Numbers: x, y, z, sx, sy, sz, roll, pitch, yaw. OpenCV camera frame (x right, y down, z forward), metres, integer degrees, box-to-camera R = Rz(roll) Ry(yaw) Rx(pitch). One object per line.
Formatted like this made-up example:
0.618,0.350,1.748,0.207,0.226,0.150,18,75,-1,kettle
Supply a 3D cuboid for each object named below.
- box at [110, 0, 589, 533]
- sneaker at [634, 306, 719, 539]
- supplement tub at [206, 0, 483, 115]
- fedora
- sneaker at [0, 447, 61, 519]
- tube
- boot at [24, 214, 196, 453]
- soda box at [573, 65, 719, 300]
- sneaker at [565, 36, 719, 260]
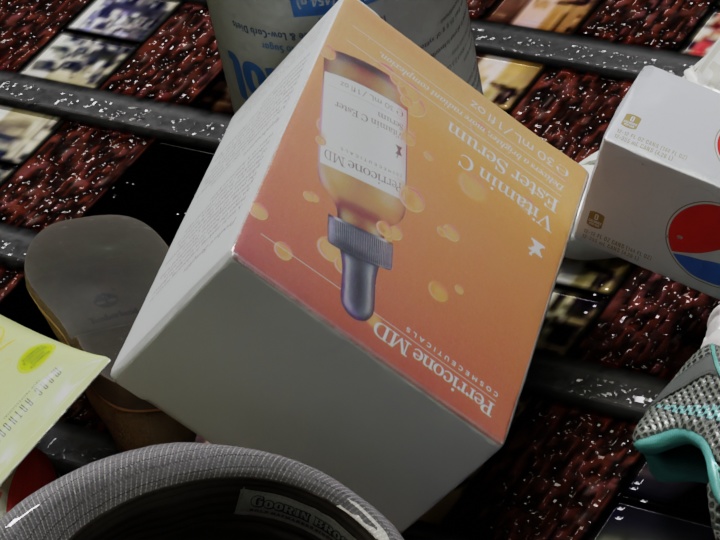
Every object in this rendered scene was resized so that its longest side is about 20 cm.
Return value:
0.000,0.000,1.255,0.106,0.152,0.200,-44,17,40,box
0.195,0.095,1.167,0.091,0.078,0.200,-42,39,-10,sneaker
-0.008,-0.119,1.391,0.131,0.201,0.132,-9,37,7,supplement tub
-0.067,0.163,1.114,0.200,0.090,0.177,-23,61,-32,fedora
-0.214,0.134,1.223,0.200,0.085,0.077,-37,44,-28,sneaker
-0.174,0.050,1.294,0.052,0.058,0.200,0,11,-23,tube
-0.119,0.037,1.329,0.073,0.076,0.200,-11,31,-11,boot
0.205,-0.018,1.256,0.199,0.068,0.064,23,46,10,soda box
0.170,-0.079,1.384,0.200,0.085,0.073,-29,42,-17,sneaker
